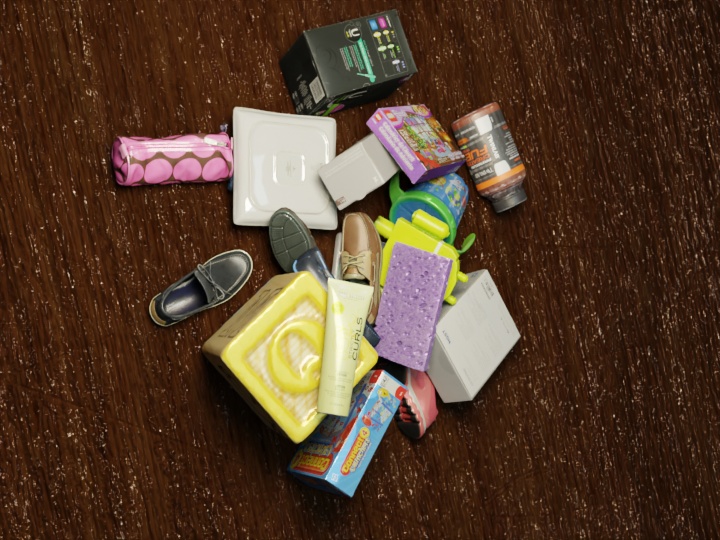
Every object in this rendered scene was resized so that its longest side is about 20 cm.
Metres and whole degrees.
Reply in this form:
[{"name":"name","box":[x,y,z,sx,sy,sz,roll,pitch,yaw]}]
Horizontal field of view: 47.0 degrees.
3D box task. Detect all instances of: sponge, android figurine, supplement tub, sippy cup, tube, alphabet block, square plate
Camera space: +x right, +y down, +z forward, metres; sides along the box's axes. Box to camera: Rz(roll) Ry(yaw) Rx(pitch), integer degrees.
[{"name":"sponge","box":[0.088,0.062,1.451,0.030,0.109,0.205,3,102,-65]},{"name":"android figurine","box":[0.098,-0.011,1.494,0.197,0.041,0.185,28,104,9]},{"name":"supplement tub","box":[0.263,-0.222,1.646,0.105,0.106,0.204,-26,94,-25]},{"name":"sippy cup","box":[0.139,-0.120,1.563,0.131,0.137,0.181,-53,137,-40]},{"name":"tube","box":[-0.030,0.118,1.260,0.058,0.051,0.206,25,70,-57]},{"name":"alphabet block","box":[-0.120,0.135,1.355,0.197,0.199,0.196,-45,101,-16]},{"name":"square plate","box":[-0.127,-0.178,1.446,0.193,0.028,0.206,2,84,-25]}]

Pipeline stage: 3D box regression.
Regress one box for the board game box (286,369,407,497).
[{"name":"board game box","box":[-0.026,0.269,1.392,0.055,0.199,0.198,36,69,-15]}]

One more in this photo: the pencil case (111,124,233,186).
[{"name":"pencil case","box":[-0.310,-0.190,1.378,0.195,0.093,0.093,-9,86,-25]}]

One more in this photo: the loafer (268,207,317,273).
[{"name":"loafer","box":[-0.103,-0.025,1.451,0.070,0.063,0.203,-17,115,15]}]

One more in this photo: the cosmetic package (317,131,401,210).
[{"name":"cosmetic package","box":[0.014,-0.191,1.473,0.092,0.105,0.200,59,26,-6]}]

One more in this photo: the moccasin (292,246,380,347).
[{"name":"moccasin","box":[-0.029,0.045,1.395,0.068,0.080,0.200,-44,100,-8]}]

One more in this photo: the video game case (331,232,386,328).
[{"name":"video game case","box":[0.026,0.047,1.544,0.178,0.023,0.206,11,78,-24]}]

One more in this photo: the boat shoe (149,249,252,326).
[{"name":"boat shoe","box":[-0.261,0.028,1.390,0.198,0.062,0.076,-31,95,-27]}]

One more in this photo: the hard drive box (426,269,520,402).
[{"name":"hard drive box","box":[0.197,0.121,1.552,0.200,0.076,0.158,-41,107,-39]}]

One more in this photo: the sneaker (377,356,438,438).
[{"name":"sneaker","box":[0.093,0.202,1.535,0.086,0.073,0.205,-25,106,-41]}]

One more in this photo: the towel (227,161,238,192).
[{"name":"towel","box":[-0.137,-0.158,1.481,0.196,0.048,0.114,22,75,-22]}]

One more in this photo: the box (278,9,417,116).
[{"name":"box","box":[-0.023,-0.371,1.507,0.197,0.148,0.127,-22,91,-26]}]

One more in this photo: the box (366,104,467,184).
[{"name":"box","box":[0.105,-0.231,1.483,0.138,0.039,0.199,52,29,8]}]

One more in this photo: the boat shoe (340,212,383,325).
[{"name":"boat shoe","box":[0.000,0.000,1.463,0.074,0.074,0.206,-7,93,19]}]
